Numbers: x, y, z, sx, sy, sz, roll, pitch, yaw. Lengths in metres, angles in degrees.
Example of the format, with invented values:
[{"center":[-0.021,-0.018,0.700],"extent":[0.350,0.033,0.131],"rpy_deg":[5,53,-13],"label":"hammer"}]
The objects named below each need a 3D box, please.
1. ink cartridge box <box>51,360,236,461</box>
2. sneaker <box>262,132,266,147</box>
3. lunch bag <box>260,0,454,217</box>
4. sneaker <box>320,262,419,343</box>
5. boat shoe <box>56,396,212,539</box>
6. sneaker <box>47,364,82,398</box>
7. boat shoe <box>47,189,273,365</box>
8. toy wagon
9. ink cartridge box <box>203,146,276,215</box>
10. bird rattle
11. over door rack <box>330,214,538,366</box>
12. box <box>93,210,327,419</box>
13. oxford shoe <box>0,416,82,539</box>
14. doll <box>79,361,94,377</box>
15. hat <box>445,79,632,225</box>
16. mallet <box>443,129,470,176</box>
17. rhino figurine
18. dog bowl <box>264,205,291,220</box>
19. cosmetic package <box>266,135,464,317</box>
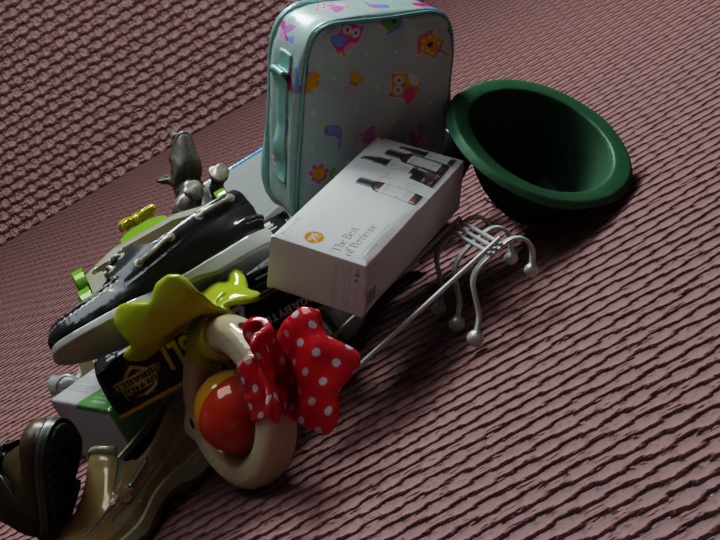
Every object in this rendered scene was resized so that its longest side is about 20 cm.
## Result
[{"center":[-0.152,0.093,1.500],"extent":[0.200,0.085,0.146],"rpy_deg":[-36,16,-24],"label":"ink cartridge box"},{"center":[-0.047,-0.125,1.578],"extent":[0.077,0.075,0.200],"rpy_deg":[-51,-17,1],"label":"sneaker"},{"center":[-0.007,-0.140,1.448],"extent":[0.160,0.201,0.077],"rpy_deg":[-9,29,-25],"label":"lunch bag"},{"center":[0.000,0.000,1.538],"extent":[0.115,0.074,0.200],"rpy_deg":[-34,12,-2],"label":"sneaker"},{"center":[-0.192,0.171,1.326],"extent":[0.071,0.076,0.200],"rpy_deg":[-18,19,37],"label":"boat shoe"},{"center":[-0.216,0.082,1.652],"extent":[0.200,0.100,0.078],"rpy_deg":[-39,15,-30],"label":"sneaker"},{"center":[-0.161,0.004,1.326],"extent":[0.199,0.060,0.074],"rpy_deg":[-31,-14,-13],"label":"boat shoe"},{"center":[-0.173,-0.016,1.466],"extent":[0.155,0.040,0.200],"rpy_deg":[-30,18,-6],"label":"toy wagon"},{"center":[-0.110,-0.052,1.806],"extent":[0.145,0.084,0.200],"rpy_deg":[-33,-9,-9],"label":"ink cartridge box"},{"center":[-0.081,0.083,1.255],"extent":[0.112,0.164,0.199],"rpy_deg":[-22,37,-40],"label":"bird rattle"},{"center":[0.040,0.033,1.339],"extent":[0.199,0.067,0.148],"rpy_deg":[-31,12,-4],"label":"over door rack"},{"center":[-0.128,0.033,1.411],"extent":[0.199,0.050,0.160],"rpy_deg":[-29,17,-3],"label":"box"},{"center":[-0.264,0.163,1.330],"extent":[0.200,0.084,0.073],"rpy_deg":[114,175,-59],"label":"oxford shoe"},{"center":[-0.176,0.049,1.626],"extent":[0.199,0.137,0.049],"rpy_deg":[-9,-26,-31],"label":"doll"},{"center":[0.133,-0.053,1.497],"extent":[0.199,0.166,0.177],"rpy_deg":[-21,-33,-42],"label":"hat"},{"center":[0.129,-0.121,1.642],"extent":[0.200,0.041,0.066],"rpy_deg":[-21,-37,-48],"label":"mallet"},{"center":[-0.152,-0.059,1.648],"extent":[0.059,0.201,0.088],"rpy_deg":[-16,-32,-22],"label":"rhino figurine"},{"center":[-0.020,-0.053,1.660],"extent":[0.199,0.059,0.200],"rpy_deg":[-31,-8,-5],"label":"dog bowl"},{"center":[0.007,-0.040,1.341],"extent":[0.082,0.051,0.200],"rpy_deg":[15,32,19],"label":"cosmetic package"}]
